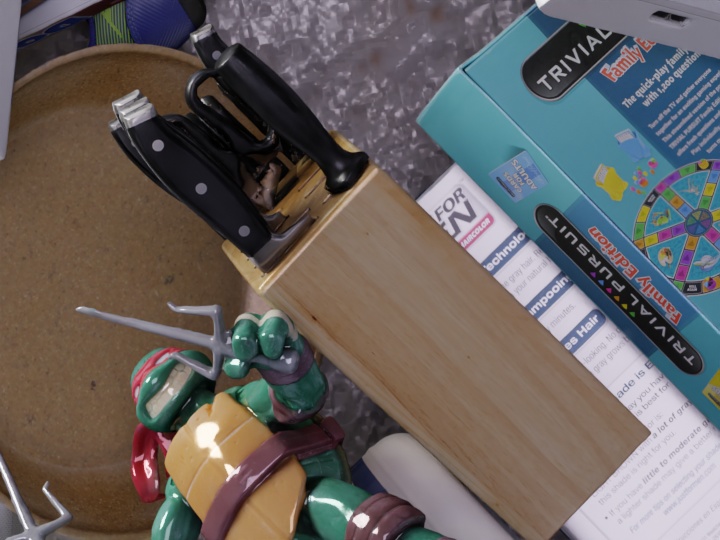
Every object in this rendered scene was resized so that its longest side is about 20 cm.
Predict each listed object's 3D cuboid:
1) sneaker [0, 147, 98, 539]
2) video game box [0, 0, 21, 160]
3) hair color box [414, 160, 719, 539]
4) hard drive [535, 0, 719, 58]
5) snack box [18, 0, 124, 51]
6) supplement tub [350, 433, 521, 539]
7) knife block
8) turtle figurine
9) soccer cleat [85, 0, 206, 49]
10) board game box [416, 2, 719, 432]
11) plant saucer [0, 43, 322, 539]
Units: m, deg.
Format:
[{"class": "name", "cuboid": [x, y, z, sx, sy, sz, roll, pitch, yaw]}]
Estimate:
[{"class": "sneaker", "cuboid": [-0.145, 0.034, 0.962, 0.079, 0.074, 0.200, 17, 85, -22]}, {"class": "video game box", "cuboid": [-0.215, -0.120, 0.907, 0.182, 0.047, 0.200, -10, 62, 24]}, {"class": "hair color box", "cuboid": [0.090, 0.044, 0.952, 0.100, 0.061, 0.200, -44, 87, 0]}, {"class": "hard drive", "cuboid": [0.087, -0.181, 0.906, 0.027, 0.132, 0.200, -36, 62, 36]}, {"class": "snack box", "cuboid": [-0.166, -0.120, 0.946, 0.200, 0.024, 0.072, -22, 88, 24]}, {"class": "supplement tub", "cuboid": [-0.007, 0.179, 0.907, 0.200, 0.145, 0.145, -43, 87, 0]}, {"class": "knife block", "cuboid": [0.000, 0.000, 0.831, 0.064, 0.176, 0.200, -46, 65, 1]}, {"class": "turtle figurine", "cuboid": [-0.043, 0.078, 0.829, 0.200, 0.101, 0.150, 41, 117, 28]}, {"class": "soccer cleat", "cuboid": [-0.141, -0.171, 0.967, 0.084, 0.065, 0.200, -33, 87, 3]}, {"class": "board game box", "cuboid": [0.144, -0.039, 0.928, 0.200, 0.047, 0.151, 46, 57, 3]}, {"class": "plant saucer", "cuboid": [-0.100, 0.009, 0.930, 0.200, 0.035, 0.201, -3, 94, -38]}]
